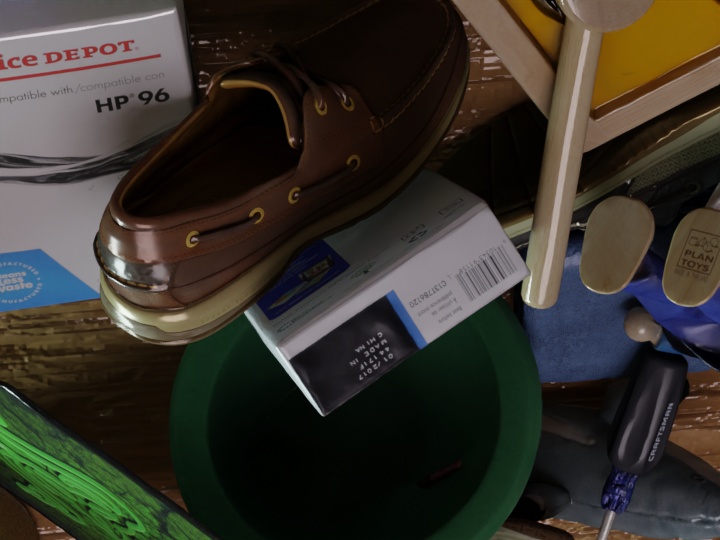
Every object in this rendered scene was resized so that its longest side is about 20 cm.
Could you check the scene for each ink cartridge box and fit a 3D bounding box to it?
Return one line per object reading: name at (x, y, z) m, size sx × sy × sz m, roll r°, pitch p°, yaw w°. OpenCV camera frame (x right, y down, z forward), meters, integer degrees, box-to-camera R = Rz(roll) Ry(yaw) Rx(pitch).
ink cartridge box at (-0.125, -0.077, 1.045) m, size 0.115 × 0.068 × 0.201 m, roll -9°, pitch 138°, yaw -1°
ink cartridge box at (0.000, 0.000, 1.051) m, size 0.099 × 0.200 × 0.039 m, roll -35°, pitch 104°, yaw -2°

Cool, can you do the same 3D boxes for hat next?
hat at (-0.006, 0.087, 1.250) m, size 0.199 × 0.166 × 0.176 m, roll -32°, pitch 169°, yaw -1°

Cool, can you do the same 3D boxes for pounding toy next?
pounding toy at (0.098, -0.124, 0.980) m, size 0.199 × 0.143 × 0.184 m, roll -27°, pitch 135°, yaw 18°

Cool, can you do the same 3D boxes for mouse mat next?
mouse mat at (-0.099, 0.128, 1.202) m, size 0.200 × 0.008 × 0.161 m, roll 37°, pitch 158°, yaw 0°

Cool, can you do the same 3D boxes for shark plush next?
shark plush at (0.088, 0.095, 1.265) m, size 0.198 × 0.083 × 0.091 m, roll 13°, pitch 117°, yaw -2°

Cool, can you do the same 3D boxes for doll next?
doll at (0.173, 0.025, 1.124) m, size 0.136 × 0.049 × 0.200 m, roll 10°, pitch 167°, yaw 32°

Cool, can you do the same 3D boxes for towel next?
towel at (0.169, 0.002, 1.203) m, size 0.198 × 0.049 × 0.112 m, roll -4°, pitch 138°, yaw -7°

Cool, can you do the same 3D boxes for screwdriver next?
screwdriver at (0.114, 0.129, 1.217) m, size 0.028 × 0.029 × 0.201 m, roll 22°, pitch 105°, yaw 15°

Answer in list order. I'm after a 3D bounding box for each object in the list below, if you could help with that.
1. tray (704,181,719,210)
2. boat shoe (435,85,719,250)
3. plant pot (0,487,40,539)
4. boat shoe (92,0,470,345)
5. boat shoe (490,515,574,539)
tray at (0.230, -0.087, 1.090) m, size 0.200 × 0.022 × 0.107 m, roll -49°, pitch 144°, yaw 14°
boat shoe at (0.119, -0.047, 1.120) m, size 0.199 × 0.074 × 0.065 m, roll -26°, pitch 131°, yaw 17°
plant pot at (-0.248, 0.223, 1.251) m, size 0.185 × 0.201 × 0.187 m, roll -4°, pitch 140°, yaw -3°
boat shoe at (-0.027, -0.054, 1.020) m, size 0.200 × 0.072 × 0.068 m, roll -42°, pitch 149°, yaw -26°
boat shoe at (0.035, 0.167, 1.276) m, size 0.071 × 0.077 × 0.200 m, roll 22°, pitch 158°, yaw -26°
